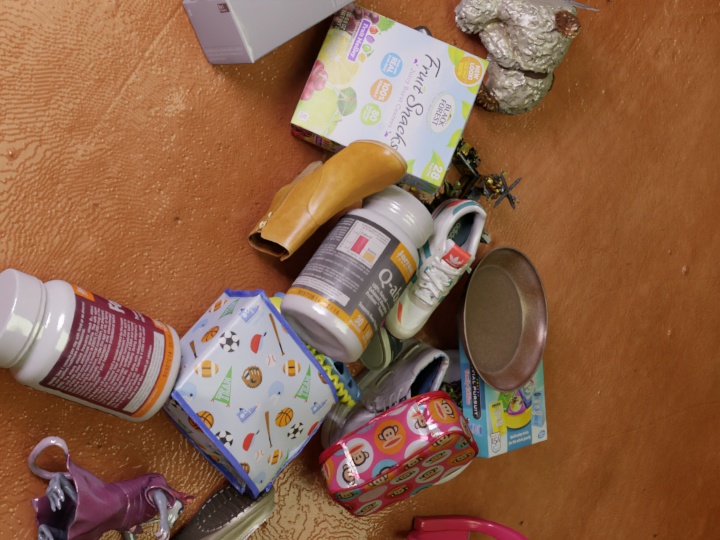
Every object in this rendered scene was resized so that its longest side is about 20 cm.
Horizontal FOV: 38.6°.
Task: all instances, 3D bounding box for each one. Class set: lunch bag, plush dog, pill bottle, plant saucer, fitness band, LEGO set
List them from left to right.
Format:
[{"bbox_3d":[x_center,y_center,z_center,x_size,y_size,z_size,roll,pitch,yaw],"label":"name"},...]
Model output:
[{"bbox_3d":[-0.301,0.079,1.094,0.199,0.114,0.115,28,82,-38],"label":"pill bottle"},{"bbox_3d":[-0.136,0.149,1.230,0.170,0.123,0.201,-49,116,-21],"label":"lunch bag"},{"bbox_3d":[0.000,0.000,1.237,0.117,0.116,0.201,49,65,-33],"label":"pill bottle"},{"bbox_3d":[0.057,0.250,1.357,0.198,0.083,0.176,-29,148,5],"label":"lunch bag"},{"bbox_3d":[0.127,-0.094,1.385,0.200,0.115,0.154,-48,123,-20],"label":"LEGO set"},{"bbox_3d":[0.157,0.397,1.486,0.198,0.143,0.038,7,96,-37],"label":"fitness band"},{"bbox_3d":[0.193,0.068,1.432,0.199,0.036,0.204,3,85,-46],"label":"plant saucer"},{"bbox_3d":[0.231,-0.296,1.427,0.198,0.161,0.173,-14,133,-33],"label":"plush dog"}]

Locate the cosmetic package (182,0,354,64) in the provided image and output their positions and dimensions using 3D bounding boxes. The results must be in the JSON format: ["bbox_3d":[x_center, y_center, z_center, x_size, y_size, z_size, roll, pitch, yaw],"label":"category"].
[{"bbox_3d":[-0.092,-0.318,1.184,0.199,0.106,0.091,-39,119,-23],"label":"cosmetic package"}]

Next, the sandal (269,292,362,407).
[{"bbox_3d":[-0.048,0.092,1.317,0.087,0.079,0.201,-47,124,-25],"label":"sandal"}]

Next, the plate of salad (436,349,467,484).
[{"bbox_3d":[0.125,0.215,1.488,0.198,0.048,0.203,-7,102,-36],"label":"plate of salad"}]

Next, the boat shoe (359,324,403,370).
[{"bbox_3d":[0.025,0.027,1.361,0.066,0.074,0.202,-18,99,-48],"label":"boat shoe"}]

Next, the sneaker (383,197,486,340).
[{"bbox_3d":[0.093,-0.005,1.286,0.070,0.093,0.201,34,82,-13],"label":"sneaker"}]

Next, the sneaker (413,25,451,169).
[{"bbox_3d":[0.051,-0.219,1.336,0.114,0.075,0.203,-8,74,4],"label":"sneaker"}]

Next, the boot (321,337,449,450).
[{"bbox_3d":[0.035,0.173,1.380,0.201,0.095,0.074,-52,124,-18],"label":"boot"}]

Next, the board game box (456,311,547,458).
[{"bbox_3d":[0.209,0.159,1.505,0.150,0.047,0.203,-5,92,-47],"label":"board game box"}]

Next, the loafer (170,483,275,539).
[{"bbox_3d":[-0.181,0.336,1.265,0.199,0.075,0.069,-38,121,-15],"label":"loafer"}]

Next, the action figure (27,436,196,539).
[{"bbox_3d":[-0.281,0.269,1.178,0.199,0.134,0.150,-4,59,-49],"label":"action figure"}]

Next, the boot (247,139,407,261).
[{"bbox_3d":[-0.042,-0.075,1.207,0.071,0.200,0.145,48,60,-24],"label":"boot"}]

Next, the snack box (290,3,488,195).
[{"bbox_3d":[0.035,-0.212,1.262,0.198,0.068,0.171,22,84,-2],"label":"snack box"}]
